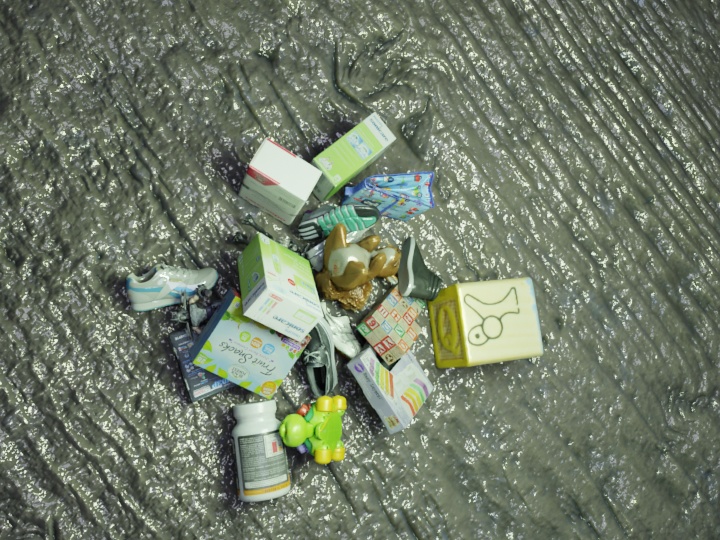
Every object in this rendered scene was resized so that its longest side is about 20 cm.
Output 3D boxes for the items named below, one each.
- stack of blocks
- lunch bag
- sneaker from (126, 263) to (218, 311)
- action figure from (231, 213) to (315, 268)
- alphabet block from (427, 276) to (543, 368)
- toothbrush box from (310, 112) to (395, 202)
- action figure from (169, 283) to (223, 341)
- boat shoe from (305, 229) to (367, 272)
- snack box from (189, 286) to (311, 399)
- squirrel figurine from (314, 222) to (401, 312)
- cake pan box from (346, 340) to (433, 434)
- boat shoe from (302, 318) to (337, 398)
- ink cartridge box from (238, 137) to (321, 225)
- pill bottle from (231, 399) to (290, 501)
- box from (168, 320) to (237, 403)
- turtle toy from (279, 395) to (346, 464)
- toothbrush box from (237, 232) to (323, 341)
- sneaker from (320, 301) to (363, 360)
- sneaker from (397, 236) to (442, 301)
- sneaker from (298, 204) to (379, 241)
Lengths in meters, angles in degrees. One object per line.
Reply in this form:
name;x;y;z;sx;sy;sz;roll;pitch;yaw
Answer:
stack of blocks;0.084;0.117;1.528;0.115;0.059;0.200;48;35;-3
lunch bag;0.056;-0.187;1.569;0.198;0.150;0.095;4;79;-22
sneaker;-0.414;0.025;1.436;0.199;0.076;0.081;-17;115;-19
action figure;-0.199;-0.039;1.502;0.199;0.102;0.119;34;107;-5
alphabet block;0.295;0.129;1.572;0.198;0.196;0.197;-4;80;-17
toothbrush box;-0.031;-0.270;1.564;0.200;0.146;0.086;-42;94;-19
action figure;-0.313;0.088;1.414;0.198;0.069;0.131;-8;109;-15
boat shoe;-0.037;-0.067;1.576;0.199;0.072;0.066;-33;95;-18
snack box;-0.234;0.158;1.390;0.199;0.068;0.169;33;94;-27
squirrel figurine;0.000;0.000;1.536;0.186;0.200;0.142;-3;49;-45
cake pan box;0.071;0.244;1.511;0.201;0.052;0.184;58;33;-2
boat shoe;-0.101;0.195;1.474;0.071;0.068;0.202;-1;110;19
ink cartridge box;-0.188;-0.197;1.487;0.144;0.200;0.085;31;71;-9
pill bottle;-0.220;0.389;1.418;0.115;0.116;0.202;-5;83;-17
box;-0.310;0.187;1.464;0.199;0.046;0.160;-20;86;-19
turtle toy;-0.104;0.350;1.440;0.100;0.200;0.147;-2;79;22
toothbrush box;-0.173;0.033;1.375;0.145;0.201;0.086;31;114;-31
sneaker;-0.038;0.151;1.534;0.199;0.076;0.088;37;73;-8
sneaker;0.147;0.002;1.588;0.099;0.071;0.201;21;39;-16
sneaker;-0.052;-0.136;1.537;0.198;0.075;0.088;-11;42;12
